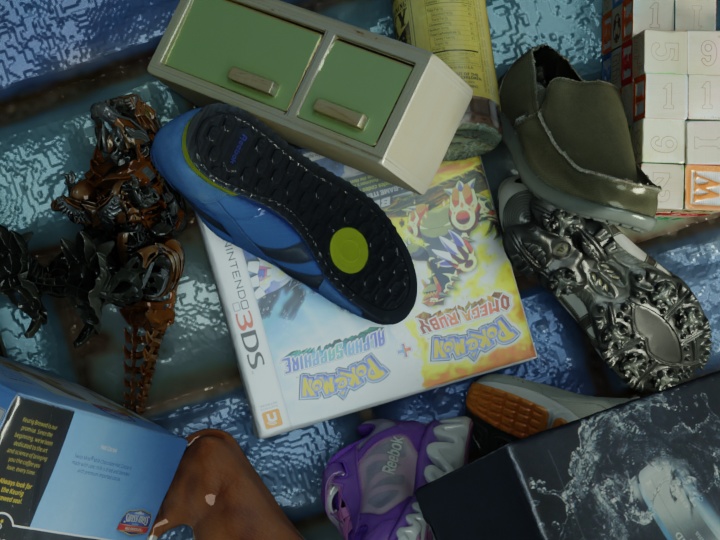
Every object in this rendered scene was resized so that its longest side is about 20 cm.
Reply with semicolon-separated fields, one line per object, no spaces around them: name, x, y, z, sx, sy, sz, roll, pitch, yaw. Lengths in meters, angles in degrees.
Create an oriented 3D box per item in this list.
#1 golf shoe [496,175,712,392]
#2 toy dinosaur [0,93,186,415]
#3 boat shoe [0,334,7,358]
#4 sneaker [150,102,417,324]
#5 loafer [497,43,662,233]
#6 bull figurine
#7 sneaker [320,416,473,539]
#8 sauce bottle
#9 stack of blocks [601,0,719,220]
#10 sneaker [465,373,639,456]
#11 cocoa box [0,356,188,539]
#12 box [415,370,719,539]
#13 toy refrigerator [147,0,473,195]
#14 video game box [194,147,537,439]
golf shoe;0.165;0.003;1.130;0.078;0.095;0.200;-40;119;8
toy dinosaur;-0.154;-0.009;1.084;0.102;0.136;0.201;-22;89;39
boat shoe;-0.269;-0.024;1.088;0.060;0.072;0.203;-6;95;-7
sneaker;-0.050;-0.033;1.077;0.200;0.078;0.066;38;63;-19
loafer;0.135;-0.090;1.065;0.075;0.200;0.070;12;114;-28
bull figurine;-0.075;0.199;1.079;0.121;0.065;0.200;-37;64;-2
sneaker;0.011;0.155;1.067;0.088;0.200;0.081;13;118;10
sauce bottle;0.053;-0.173;1.107;0.064;0.065;0.201;-3;68;-6
stack of blocks;0.202;-0.137;1.114;0.058;0.115;0.201;2;88;-6
sneaker;0.169;0.115;1.135;0.199;0.092;0.076;24;127;13
cocoa box;-0.223;0.124;1.007;0.133;0.200;0.132;22;86;26
box;0.167;0.179;0.960;0.199;0.117;0.197;-14;77;-30
toy refrigerator;-0.036;-0.122;1.060;0.199;0.070;0.076;24;86;32
video game box;0.000;0.000;1.126;0.199;0.047;0.183;-16;92;-6
